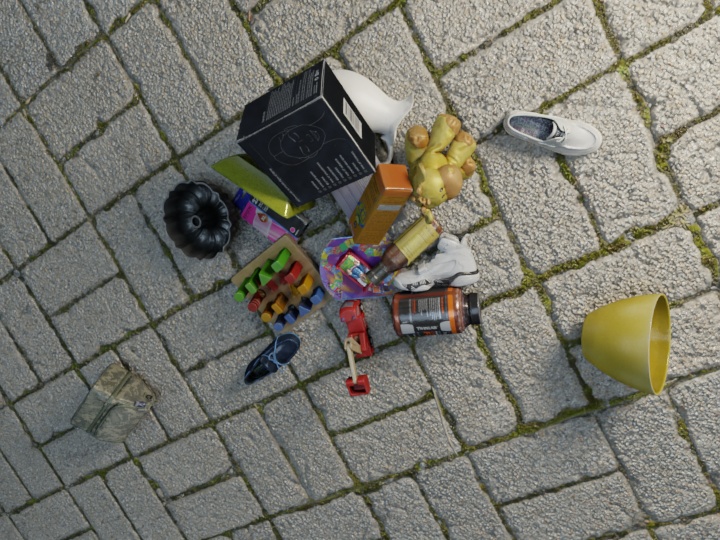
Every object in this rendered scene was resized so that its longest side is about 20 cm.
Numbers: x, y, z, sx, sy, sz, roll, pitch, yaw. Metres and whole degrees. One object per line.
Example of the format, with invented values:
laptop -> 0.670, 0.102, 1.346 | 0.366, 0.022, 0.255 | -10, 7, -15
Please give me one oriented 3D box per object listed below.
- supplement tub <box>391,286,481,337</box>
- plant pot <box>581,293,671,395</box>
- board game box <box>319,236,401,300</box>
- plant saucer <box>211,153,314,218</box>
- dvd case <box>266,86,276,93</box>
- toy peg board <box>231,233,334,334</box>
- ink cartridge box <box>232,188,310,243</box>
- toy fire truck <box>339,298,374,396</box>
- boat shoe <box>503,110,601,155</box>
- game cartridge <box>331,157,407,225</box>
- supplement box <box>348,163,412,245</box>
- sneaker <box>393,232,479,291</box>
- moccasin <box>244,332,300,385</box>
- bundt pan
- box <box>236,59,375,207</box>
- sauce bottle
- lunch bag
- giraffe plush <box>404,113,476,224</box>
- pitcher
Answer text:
supplement tub -> 0.176, 0.095, 1.200 | 0.197, 0.107, 0.109 | -6, 104, 17
plant pot -> 0.547, 0.146, 1.087 | 0.141, 0.199, 0.203 | 1, 108, 42
board game box -> 0.000, 0.000, 1.229 | 0.196, 0.039, 0.161 | -5, 110, 2
plant saucer -> -0.201, -0.204, 1.165 | 0.198, 0.200, 0.048 | 34, 109, 3
dvd case -> -0.130, -0.290, 1.150 | 0.149, 0.025, 0.201 | 24, 144, 16
toy peg board -> -0.195, 0.056, 1.273 | 0.199, 0.098, 0.200 | -35, 106, 22
ink cartridge box -> -0.226, -0.141, 1.280 | 0.199, 0.037, 0.095 | 39, 112, 4
toy fire truck -> -0.013, 0.181, 1.257 | 0.048, 0.141, 0.203 | -11, 103, 17
boat shoe -> 0.388, -0.281, 1.053 | 0.197, 0.069, 0.073 | 23, 110, 8
game cartridge -> 0.010, -0.174, 1.169 | 0.128, 0.039, 0.201 | -25, 123, 15
supplement box -> 0.038, -0.133, 1.095 | 0.068, 0.067, 0.201 | -3, 150, -21
sneaker -> 0.167, -0.021, 1.188 | 0.196, 0.075, 0.117 | -6, 104, 11
moccasin -> -0.229, 0.242, 1.367 | 0.080, 0.068, 0.200 | 40, 116, -13
bundt pan -> -0.390, -0.130, 1.299 | 0.199, 0.076, 0.205 | 6, 110, 17
box -> -0.099, -0.258, 1.021 | 0.194, 0.125, 0.200 | -20, 137, 23
sauce bottle -> 0.097, -0.045, 1.180 | 0.200, 0.066, 0.066 | -42, 93, 8
lunch bag -> -0.711, 0.394, 1.517 | 0.167, 0.140, 0.200 | 35, 113, -15
giraffe plush -> 0.149, -0.196, 1.069 | 0.199, 0.163, 0.172 | -35, 117, 24
pitcher -> -0.004, -0.326, 1.124 | 0.197, 0.122, 0.174 | 19, 110, -3
